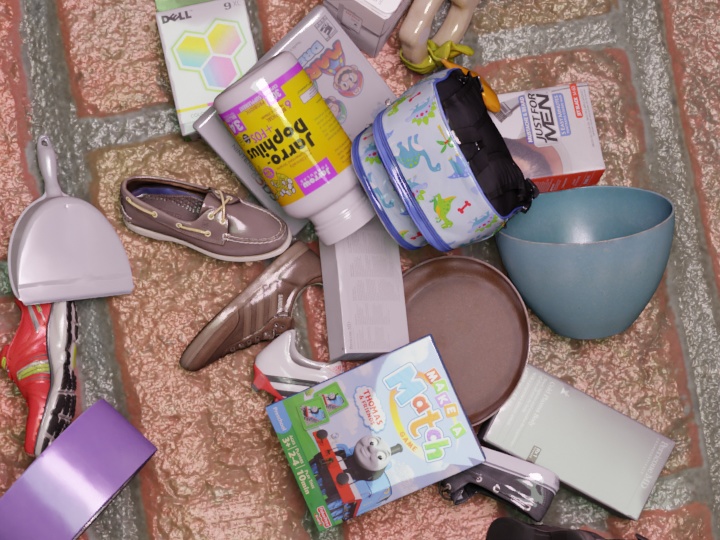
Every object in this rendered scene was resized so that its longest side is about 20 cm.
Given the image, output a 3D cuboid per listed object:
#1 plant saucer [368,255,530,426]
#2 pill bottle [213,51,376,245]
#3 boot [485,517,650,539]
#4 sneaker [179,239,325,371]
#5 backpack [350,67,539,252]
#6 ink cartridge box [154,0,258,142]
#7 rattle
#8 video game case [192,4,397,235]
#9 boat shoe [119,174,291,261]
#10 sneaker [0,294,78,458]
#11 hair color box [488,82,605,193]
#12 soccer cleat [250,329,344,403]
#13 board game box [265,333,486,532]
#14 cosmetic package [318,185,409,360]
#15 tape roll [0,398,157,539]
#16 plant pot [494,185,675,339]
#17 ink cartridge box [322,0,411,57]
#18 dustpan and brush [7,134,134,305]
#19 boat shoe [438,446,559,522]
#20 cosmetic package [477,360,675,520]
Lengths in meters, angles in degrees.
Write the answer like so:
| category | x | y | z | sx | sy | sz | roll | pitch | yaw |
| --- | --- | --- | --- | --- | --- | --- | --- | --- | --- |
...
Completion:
| category | x | y | z | sx | sy | sz | roll | pitch | yaw |
| --- | --- | --- | --- | --- | --- | --- | --- | --- | --- |
| plant saucer | 0.103 | 0.084 | 1.661 | 0.200 | 0.032 | 0.200 | -5 | 78 | 26 |
| pill bottle | -0.064 | -0.128 | 1.580 | 0.104 | 0.104 | 0.200 | -36 | 101 | -5 |
| boot | 0.258 | 0.323 | 1.654 | 0.174 | 0.200 | 0.069 | 11 | 81 | -34 |
| sneaker | -0.116 | 0.056 | 1.668 | 0.200 | 0.070 | 0.076 | -44 | 93 | -4 |
| backpack | 0.081 | -0.106 | 1.544 | 0.147 | 0.200 | 0.183 | -28 | 94 | 16 |
| ink cartridge box | -0.175 | -0.257 | 1.689 | 0.104 | 0.059 | 0.200 | -12 | 87 | -4 |
| rattle | 0.143 | -0.300 | 1.665 | 0.143 | 0.130 | 0.200 | 27 | 70 | 38 |
| video game case | -0.062 | -0.168 | 1.666 | 0.200 | 0.024 | 0.182 | -44 | 119 | -5 |
| boat shoe | -0.176 | -0.063 | 1.657 | 0.200 | 0.060 | 0.072 | 14 | 58 | 9 |
| sneaker | -0.366 | 0.116 | 1.649 | 0.085 | 0.077 | 0.200 | -1 | 70 | 3 |
| hair color box | 0.171 | -0.144 | 1.692 | 0.200 | 0.064 | 0.111 | -9 | 75 | -3 |
| soccer cleat | -0.031 | 0.149 | 1.662 | 0.200 | 0.069 | 0.085 | 38 | 103 | 1 |
| board game box | 0.017 | 0.178 | 1.609 | 0.200 | 0.037 | 0.151 | -24 | 87 | 5 |
| cosmetic package | 0.000 | 0.000 | 1.661 | 0.082 | 0.051 | 0.200 | 1 | 76 | -26 |
| tape roll | -0.316 | 0.239 | 1.580 | 0.085 | 0.200 | 0.200 | 43 | 85 | 1 |
| plant pot | 0.254 | -0.001 | 1.645 | 0.200 | 0.200 | 0.135 | -9 | 109 | -4 |
| ink cartridge box | 0.028 | -0.337 | 1.636 | 0.083 | 0.200 | 0.147 | 33 | 85 | -1 |
| dustpan and brush | -0.342 | -0.062 | 1.668 | 0.139 | 0.057 | 0.200 | -6 | 85 | -28 |
| boat shoe | 0.121 | 0.233 | 1.642 | 0.200 | 0.070 | 0.066 | 16 | 71 | 19 |
| cosmetic package | 0.243 | 0.195 | 1.672 | 0.200 | 0.090 | 0.107 | 26 | 83 | 2 |
